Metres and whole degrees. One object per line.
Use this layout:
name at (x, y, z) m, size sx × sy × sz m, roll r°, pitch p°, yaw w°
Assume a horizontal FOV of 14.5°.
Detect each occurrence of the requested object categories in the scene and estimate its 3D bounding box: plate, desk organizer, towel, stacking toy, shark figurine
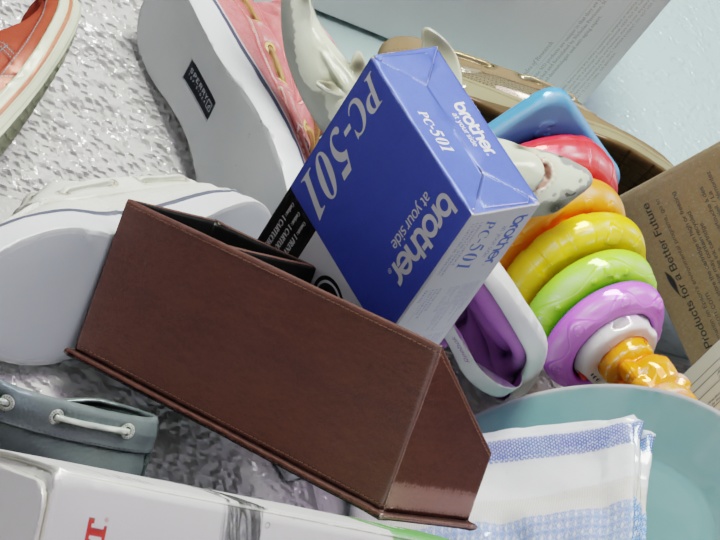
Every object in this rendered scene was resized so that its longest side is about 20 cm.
plate at (0.098, 0.128, 1.319) m, size 0.199 × 0.026 × 0.201 m, roll -11°, pitch 37°, yaw 8°
desk organizer at (-0.030, 0.040, 1.253) m, size 0.199 × 0.077 × 0.072 m, roll 25°, pitch 7°, yaw 37°
towel at (0.057, 0.143, 1.276) m, size 0.201 × 0.146 × 0.024 m, roll -80°, pitch 158°, yaw -49°
stacking toy at (0.116, 0.017, 1.443) m, size 0.200 × 0.110 × 0.116 m, roll 57°, pitch 6°, yaw 34°
shark figurine at (0.000, -0.086, 1.423) m, size 0.128 × 0.090 × 0.215 m, roll -36°, pitch 82°, yaw -15°

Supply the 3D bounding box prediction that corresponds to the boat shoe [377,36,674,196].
boat shoe at (0.100, -0.080, 1.603) m, size 0.199 × 0.071 × 0.065 m, roll 23°, pitch 38°, yaw -20°

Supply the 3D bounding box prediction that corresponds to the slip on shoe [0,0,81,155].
slip on shoe at (-0.188, -0.083, 1.344) m, size 0.061 × 0.074 × 0.200 m, roll 35°, pitch 40°, yaw -1°

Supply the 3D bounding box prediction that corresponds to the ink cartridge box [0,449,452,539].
ink cartridge box at (-0.067, 0.158, 1.110) m, size 0.199 × 0.147 × 0.084 m, roll 15°, pitch -4°, yaw -31°

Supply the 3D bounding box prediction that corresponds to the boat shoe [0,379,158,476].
boat shoe at (-0.175, 0.044, 1.197) m, size 0.199 × 0.062 × 0.073 m, roll 32°, pitch 1°, yaw -19°

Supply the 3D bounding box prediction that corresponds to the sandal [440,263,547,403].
sandal at (0.052, 0.030, 1.380) m, size 0.082 × 0.050 × 0.203 m, roll 46°, pitch -8°, yaw 22°

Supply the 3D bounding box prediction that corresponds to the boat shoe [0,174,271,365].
boat shoe at (-0.131, -0.010, 1.328) m, size 0.070 × 0.071 × 0.199 m, roll 27°, pitch 30°, yaw 34°

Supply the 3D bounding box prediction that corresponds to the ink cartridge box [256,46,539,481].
ink cartridge box at (0.000, 0.000, 1.305) m, size 0.044 × 0.200 × 0.094 m, roll -10°, pitch 58°, yaw -39°

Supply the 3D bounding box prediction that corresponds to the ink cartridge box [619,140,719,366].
ink cartridge box at (0.252, 0.014, 1.513) m, size 0.075 × 0.164 × 0.201 m, roll -18°, pitch 82°, yaw -49°

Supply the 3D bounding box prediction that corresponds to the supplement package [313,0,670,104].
supplement package at (0.071, -0.202, 1.668) m, size 0.199 × 0.120 × 0.122 m, roll 19°, pitch 40°, yaw -27°

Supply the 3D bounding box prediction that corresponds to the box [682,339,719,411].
box at (0.199, 0.142, 1.397) m, size 0.109 × 0.128 × 0.201 m, roll 30°, pitch 36°, yaw -16°

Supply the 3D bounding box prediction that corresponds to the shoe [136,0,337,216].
shoe at (-0.041, -0.073, 1.465) m, size 0.091 × 0.072 × 0.201 m, roll 4°, pitch 45°, yaw -36°
